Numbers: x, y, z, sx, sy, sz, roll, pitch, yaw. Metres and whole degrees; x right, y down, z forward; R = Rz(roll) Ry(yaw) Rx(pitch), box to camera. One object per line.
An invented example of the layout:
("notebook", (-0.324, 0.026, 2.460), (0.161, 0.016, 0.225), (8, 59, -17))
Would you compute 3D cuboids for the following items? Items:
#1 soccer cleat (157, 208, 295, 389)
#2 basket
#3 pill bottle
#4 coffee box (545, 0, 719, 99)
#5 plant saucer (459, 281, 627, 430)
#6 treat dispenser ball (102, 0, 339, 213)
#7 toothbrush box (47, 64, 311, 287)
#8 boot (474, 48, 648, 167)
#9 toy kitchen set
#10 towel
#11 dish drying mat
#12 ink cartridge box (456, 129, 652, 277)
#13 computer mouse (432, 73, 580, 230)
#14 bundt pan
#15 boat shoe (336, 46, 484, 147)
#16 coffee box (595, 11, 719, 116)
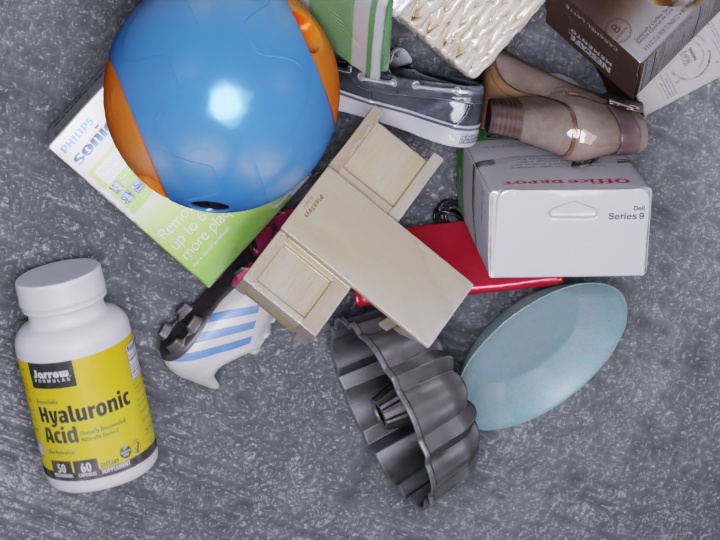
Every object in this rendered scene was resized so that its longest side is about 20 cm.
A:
("soccer cleat", (-0.107, 0.028, 1.711), (0.200, 0.070, 0.086), (-45, 124, 6))
("basket", (0.106, -0.288, 1.624), (0.123, 0.136, 0.200), (41, 94, -22))
("pill bottle", (-0.262, 0.096, 1.670), (0.110, 0.111, 0.202), (-13, 107, -7))
("coffee box", (0.271, -0.270, 1.590), (0.200, 0.080, 0.114), (-44, 75, -10))
("plant saucer", (0.169, 0.074, 1.749), (0.200, 0.039, 0.202), (-23, 144, -17))
("treat dispenser ball", (-0.116, -0.149, 1.496), (0.199, 0.201, 0.203), (-3, 106, -10))
("toothbrush box", (-0.168, -0.109, 1.645), (0.200, 0.086, 0.146), (43, 93, -17))
("boot", (0.182, -0.150, 1.622), (0.145, 0.200, 0.071), (6, 118, -4))
("toy kitchen set", (0.000, 0.000, 1.605), (0.163, 0.180, 0.200), (38, 70, -3))
("towel", (-0.054, -0.253, 1.492), (0.199, 0.153, 0.023), (37, 72, 12))
("dish drying mat", (0.090, -0.010, 1.705), (0.198, 0.018, 0.077), (-6, 63, 2))
("ink cartridge box", (0.170, -0.064, 1.616), (0.145, 0.200, 0.085), (-1, 110, -4))
("computer mouse", (0.155, -0.101, 1.733), (0.109, 0.044, 0.201), (26, 105, -11))
("bundt pan", (0.049, 0.122, 1.697), (0.075, 0.202, 0.203), (-24, 109, -15))
("boat shoe", (0.022, -0.174, 1.629), (0.199, 0.072, 0.068), (22, 114, 27))
("coffee box", (0.323, -0.233, 1.689), (0.199, 0.113, 0.080), (-28, 108, -3))
